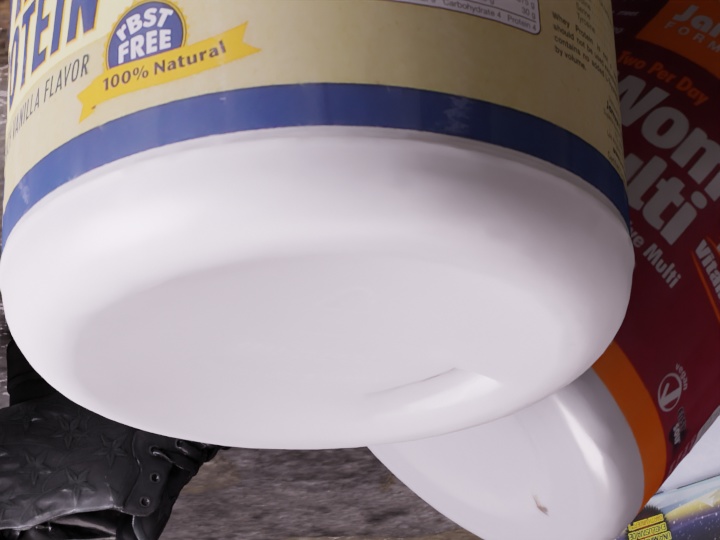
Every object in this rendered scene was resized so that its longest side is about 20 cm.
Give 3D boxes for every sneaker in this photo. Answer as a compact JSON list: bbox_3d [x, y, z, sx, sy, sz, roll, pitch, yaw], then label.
[{"bbox_3d":[-0.090,0.079,1.011,0.199,0.105,0.060,0,156,-6],"label":"sneaker"}]

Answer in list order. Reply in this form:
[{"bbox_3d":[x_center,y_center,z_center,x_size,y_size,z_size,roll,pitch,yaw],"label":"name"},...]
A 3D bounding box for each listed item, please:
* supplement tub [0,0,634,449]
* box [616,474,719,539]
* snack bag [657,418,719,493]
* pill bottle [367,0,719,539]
[{"bbox_3d":[-0.012,-0.072,0.552,0.144,0.201,0.145,-2,156,-1],"label":"supplement tub"},{"bbox_3d":[0.165,0.120,1.003,0.137,0.040,0.200,5,159,-40],"label":"box"},{"bbox_3d":[0.077,0.038,0.950,0.200,0.021,0.189,-24,126,36],"label":"snack bag"},{"bbox_3d":[0.085,-0.020,0.673,0.109,0.200,0.110,32,150,21],"label":"pill bottle"}]
